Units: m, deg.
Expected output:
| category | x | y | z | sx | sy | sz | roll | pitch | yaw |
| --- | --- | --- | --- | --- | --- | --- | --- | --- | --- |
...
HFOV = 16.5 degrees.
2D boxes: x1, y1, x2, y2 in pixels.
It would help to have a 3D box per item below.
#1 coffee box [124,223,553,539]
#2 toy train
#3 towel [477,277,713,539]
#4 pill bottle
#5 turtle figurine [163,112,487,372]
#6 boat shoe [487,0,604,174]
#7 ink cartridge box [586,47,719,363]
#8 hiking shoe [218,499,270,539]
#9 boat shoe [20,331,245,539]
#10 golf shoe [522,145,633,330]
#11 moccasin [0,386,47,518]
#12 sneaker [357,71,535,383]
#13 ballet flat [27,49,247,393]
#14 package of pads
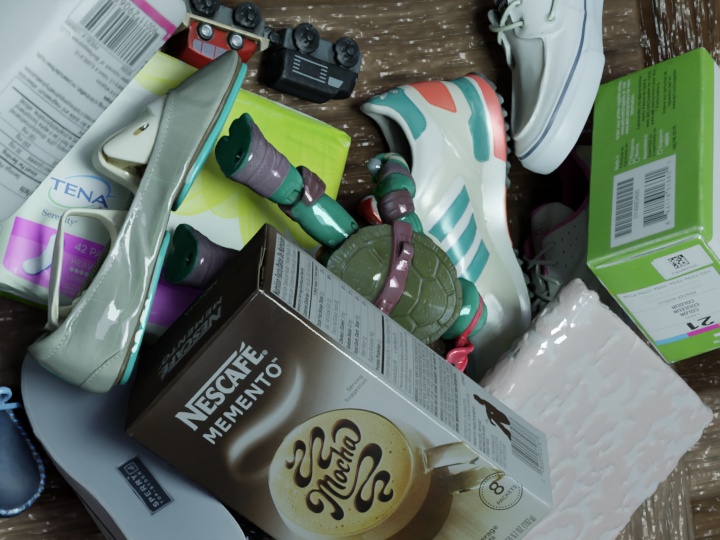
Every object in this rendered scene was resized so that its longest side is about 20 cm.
| category | x | y | z | sx | sy | sz | roll | pitch | yaw |
| --- | --- | --- | --- | --- | --- | --- | --- | --- | --- |
| coffee box | -0.011 | 0.085 | 1.299 | 0.200 | 0.080 | 0.113 | 37 | 112 | -17 |
| toy train | -0.087 | -0.135 | 1.418 | 0.199 | 0.034 | 0.046 | 17 | 74 | -29 |
| towel | 0.103 | 0.118 | 1.448 | 0.200 | 0.032 | 0.191 | -50 | 141 | 1 |
| pill bottle | -0.193 | -0.096 | 1.266 | 0.113 | 0.113 | 0.200 | 41 | 91 | -22 |
| turtle figurine | 0.000 | 0.000 | 1.361 | 0.200 | 0.101 | 0.150 | 25 | 76 | -26 |
| boat shoe | 0.108 | -0.152 | 1.509 | 0.067 | 0.074 | 0.201 | 24 | 56 | -18 |
| ink cartridge box | 0.216 | -0.009 | 1.473 | 0.200 | 0.076 | 0.148 | 48 | 36 | -37 |
| hiking shoe | -0.048 | 0.103 | 1.427 | 0.199 | 0.074 | 0.087 | -6 | 65 | -27 |
| boat shoe | -0.122 | 0.115 | 1.327 | 0.073 | 0.065 | 0.200 | -24 | 56 | -12 |
| golf shoe | 0.129 | 0.013 | 1.525 | 0.091 | 0.075 | 0.201 | 30 | 66 | -17 |
| moccasin | -0.240 | 0.064 | 1.305 | 0.200 | 0.068 | 0.081 | 43 | 68 | -24 |
| sneaker | 0.044 | -0.016 | 1.477 | 0.093 | 0.070 | 0.201 | -6 | 89 | -23 |
| ballet flat | -0.120 | -0.035 | 1.305 | 0.063 | 0.067 | 0.201 | 22 | 77 | -9 |
| package of pads | -0.112 | -0.040 | 1.383 | 0.199 | 0.068 | 0.155 | 19 | 79 | -29 |
